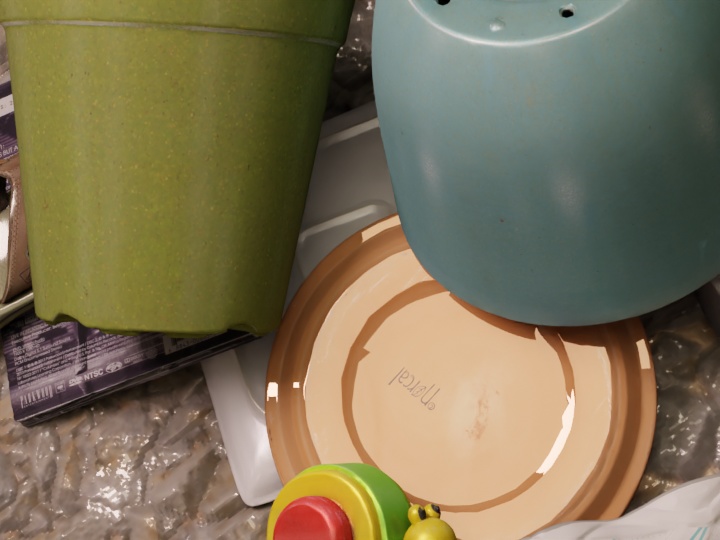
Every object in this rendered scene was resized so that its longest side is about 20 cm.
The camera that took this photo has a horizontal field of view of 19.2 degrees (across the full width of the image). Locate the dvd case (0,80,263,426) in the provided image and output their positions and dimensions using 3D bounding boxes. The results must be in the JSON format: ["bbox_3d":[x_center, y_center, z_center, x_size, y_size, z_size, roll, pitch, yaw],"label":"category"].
[{"bbox_3d":[-0.137,-0.031,1.155,0.148,0.016,0.201,-21,66,18],"label":"dvd case"}]

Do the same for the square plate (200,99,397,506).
[{"bbox_3d":[0.000,0.000,1.128,0.199,0.028,0.199,-21,65,2],"label":"square plate"}]

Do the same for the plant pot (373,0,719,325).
[{"bbox_3d":[0.095,-0.103,1.004,0.199,0.161,0.202,-9,52,11],"label":"plant pot"}]

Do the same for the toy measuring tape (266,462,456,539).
[{"bbox_3d":[-0.039,0.132,1.031,0.199,0.073,0.074,-11,63,35],"label":"toy measuring tape"}]

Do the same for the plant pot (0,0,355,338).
[{"bbox_3d":[-0.094,-0.067,1.041,0.198,0.200,0.192,4,94,12],"label":"plant pot"}]

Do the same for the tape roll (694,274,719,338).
[{"bbox_3d":[0.262,-0.030,1.071,0.198,0.066,0.202,-4,67,10],"label":"tape roll"}]

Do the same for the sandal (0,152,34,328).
[{"bbox_3d":[-0.184,-0.021,1.128,0.201,0.057,0.080,-40,62,1],"label":"sandal"}]

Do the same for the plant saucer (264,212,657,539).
[{"bbox_3d":[0.049,0.064,1.065,0.198,0.032,0.202,-1,80,6],"label":"plant saucer"}]

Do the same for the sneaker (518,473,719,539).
[{"bbox_3d":[0.112,0.157,0.991,0.199,0.070,0.081,-14,72,-25],"label":"sneaker"}]
